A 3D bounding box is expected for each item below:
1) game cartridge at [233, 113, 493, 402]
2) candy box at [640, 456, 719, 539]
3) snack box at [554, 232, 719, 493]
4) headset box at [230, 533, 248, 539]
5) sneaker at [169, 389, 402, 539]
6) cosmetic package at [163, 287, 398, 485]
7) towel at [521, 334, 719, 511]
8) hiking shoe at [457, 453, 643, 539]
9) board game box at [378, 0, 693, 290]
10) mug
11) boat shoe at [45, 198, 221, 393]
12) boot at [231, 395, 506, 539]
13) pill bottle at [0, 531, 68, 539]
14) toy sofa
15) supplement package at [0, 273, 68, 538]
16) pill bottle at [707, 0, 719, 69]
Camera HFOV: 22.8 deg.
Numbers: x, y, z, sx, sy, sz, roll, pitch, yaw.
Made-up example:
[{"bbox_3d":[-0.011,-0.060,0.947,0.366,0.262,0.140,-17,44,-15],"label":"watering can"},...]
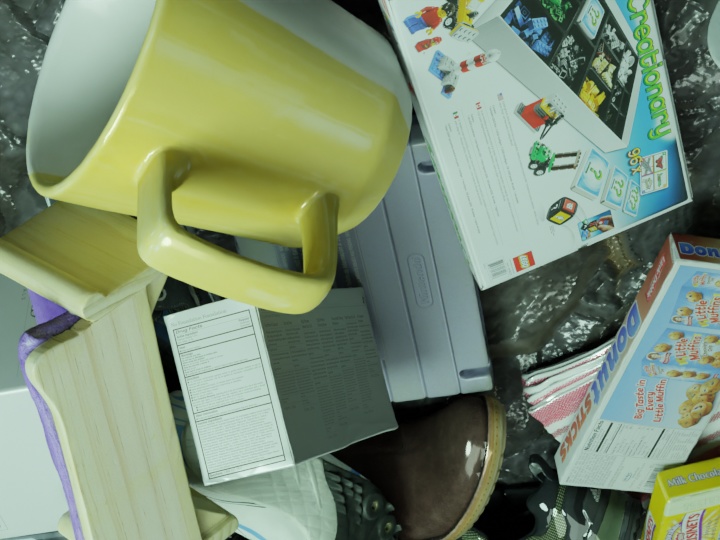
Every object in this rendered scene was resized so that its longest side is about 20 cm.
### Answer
[{"bbox_3d":[0.000,0.000,1.009,0.129,0.039,0.201,-5,134,9],"label":"game cartridge"},{"bbox_3d":[0.228,0.177,1.151,0.102,0.027,0.200,-11,145,-7],"label":"candy box"},{"bbox_3d":[0.177,0.059,1.031,0.071,0.024,0.201,7,135,-12],"label":"snack box"},{"bbox_3d":[-0.084,0.274,1.119,0.149,0.075,0.200,45,114,-6],"label":"headset box"},{"bbox_3d":[-0.047,0.130,1.038,0.200,0.072,0.072,44,162,-33],"label":"sneaker"},{"bbox_3d":[-0.036,0.054,0.902,0.050,0.083,0.200,-13,176,14],"label":"cosmetic package"},{"bbox_3d":[0.211,0.089,1.105,0.146,0.030,0.200,-30,130,26],"label":"towel"},{"bbox_3d":[0.099,0.187,1.176,0.100,0.076,0.200,34,130,-4],"label":"hiking shoe"},{"bbox_3d":[0.091,-0.090,0.900,0.126,0.035,0.201,-23,132,-2],"label":"board game box"},{"bbox_3d":[-0.064,-0.065,0.850,0.153,0.188,0.149,21,161,-27],"label":"mug"},{"bbox_3d":[-0.122,0.012,0.994,0.069,0.066,0.201,-11,134,10],"label":"boat shoe"},{"bbox_3d":[-0.020,0.125,1.091,0.165,0.073,0.200,16,140,-21],"label":"boot"},{"bbox_3d":[-0.196,0.161,1.087,0.199,0.107,0.106,-9,135,22],"label":"pill bottle"},{"bbox_3d":[-0.134,0.071,0.890,0.083,0.097,0.201,26,139,36],"label":"toy sofa"},{"bbox_3d":[-0.245,0.075,1.014,0.199,0.122,0.120,-9,132,7],"label":"supplement package"},{"bbox_3d":[0.261,-0.072,0.887,0.113,0.113,0.200,-33,127,27],"label":"pill bottle"}]
